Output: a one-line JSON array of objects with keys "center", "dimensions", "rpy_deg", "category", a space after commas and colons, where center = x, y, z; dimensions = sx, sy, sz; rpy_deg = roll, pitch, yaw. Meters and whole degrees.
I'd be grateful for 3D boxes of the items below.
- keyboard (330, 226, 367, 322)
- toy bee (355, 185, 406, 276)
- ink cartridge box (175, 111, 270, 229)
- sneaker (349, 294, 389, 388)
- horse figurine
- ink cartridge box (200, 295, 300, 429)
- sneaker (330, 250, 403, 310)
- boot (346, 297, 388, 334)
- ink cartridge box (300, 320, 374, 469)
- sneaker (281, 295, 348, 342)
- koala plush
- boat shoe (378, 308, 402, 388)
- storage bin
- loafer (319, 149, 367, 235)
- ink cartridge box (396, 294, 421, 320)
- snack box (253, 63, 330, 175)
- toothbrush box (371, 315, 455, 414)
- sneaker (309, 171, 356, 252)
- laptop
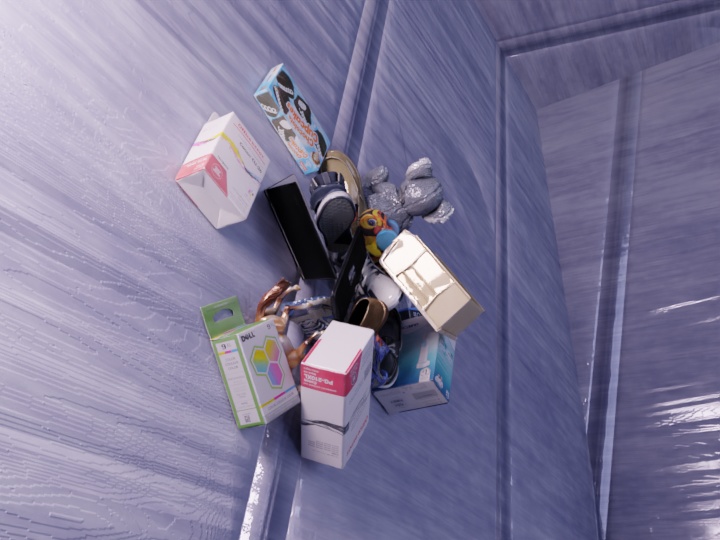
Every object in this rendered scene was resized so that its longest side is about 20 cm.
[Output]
[{"center": [-0.030, 0.014, 1.363], "dimensions": [0.200, 0.039, 0.104], "rpy_deg": [-68, 154, -46], "category": "keyboard"}, {"center": [0.031, -0.087, 1.564], "dimensions": [0.131, 0.108, 0.201], "rpy_deg": [-69, 167, -83], "category": "toy bee"}, {"center": [-0.223, -0.182, 1.246], "dimensions": [0.117, 0.067, 0.201], "rpy_deg": [53, 33, -35], "category": "ink cartridge box"}, {"center": [0.017, 0.142, 1.457], "dimensions": [0.075, 0.078, 0.201], "rpy_deg": [-87, 173, -73], "category": "sneaker"}, {"center": [-0.127, 0.111, 1.254], "dimensions": [0.132, 0.050, 0.201], "rpy_deg": [-33, 114, -27], "category": "horse figurine"}, {"center": [-0.173, 0.137, 1.169], "dimensions": [0.104, 0.059, 0.201], "rpy_deg": [-22, 94, -62], "category": "ink cartridge box"}, {"center": [0.000, 0.000, 1.477], "dimensions": [0.130, 0.079, 0.199], "rpy_deg": [50, 0, -34], "category": "sneaker"}, {"center": [-0.023, 0.139, 1.365], "dimensions": [0.201, 0.073, 0.075], "rpy_deg": [-64, 154, 1], "category": "boot"}, {"center": [-0.040, 0.213, 1.268], "dimensions": [0.145, 0.084, 0.201], "rpy_deg": [-52, 149, -57], "category": "ink cartridge box"}, {"center": [-0.074, 0.095, 1.370], "dimensions": [0.200, 0.077, 0.086], "rpy_deg": [9, 71, -61], "category": "sneaker"}, {"center": [0.103, -0.158, 1.698], "dimensions": [0.178, 0.199, 0.184], "rpy_deg": [66, 23, -15], "category": "koala plush"}, {"center": [0.050, 0.158, 1.558], "dimensions": [0.200, 0.075, 0.061], "rpy_deg": [-88, -174, -50], "category": "boat shoe"}, {"center": [0.147, 0.031, 1.508], "dimensions": [0.199, 0.094, 0.200], "rpy_deg": [50, 7, 19], "category": "storage bin"}, {"center": [-0.031, -0.164, 1.594], "dimensions": [0.201, 0.076, 0.067], "rpy_deg": [65, 22, -16], "category": "loafer"}, {"center": [0.141, 0.080, 1.824], "dimensions": [0.200, 0.043, 0.199], "rpy_deg": [14, 62, -61], "category": "ink cartridge box"}, {"center": [-0.136, -0.310, 1.518], "dimensions": [0.200, 0.037, 0.116], "rpy_deg": [57, 31, -30], "category": "snack box"}, {"center": [0.120, 0.198, 1.601], "dimensions": [0.085, 0.146, 0.201], "rpy_deg": [55, 31, -33], "category": "toothbrush box"}, {"center": [-0.056, -0.139, 1.389], "dimensions": [0.202, 0.076, 0.147], "rpy_deg": [96, -16, -67], "category": "sneaker"}, {"center": [-0.090, -0.089, 1.396], "dimensions": [0.188, 0.115, 0.200], "rpy_deg": [68, 27, -12], "category": "laptop"}]
